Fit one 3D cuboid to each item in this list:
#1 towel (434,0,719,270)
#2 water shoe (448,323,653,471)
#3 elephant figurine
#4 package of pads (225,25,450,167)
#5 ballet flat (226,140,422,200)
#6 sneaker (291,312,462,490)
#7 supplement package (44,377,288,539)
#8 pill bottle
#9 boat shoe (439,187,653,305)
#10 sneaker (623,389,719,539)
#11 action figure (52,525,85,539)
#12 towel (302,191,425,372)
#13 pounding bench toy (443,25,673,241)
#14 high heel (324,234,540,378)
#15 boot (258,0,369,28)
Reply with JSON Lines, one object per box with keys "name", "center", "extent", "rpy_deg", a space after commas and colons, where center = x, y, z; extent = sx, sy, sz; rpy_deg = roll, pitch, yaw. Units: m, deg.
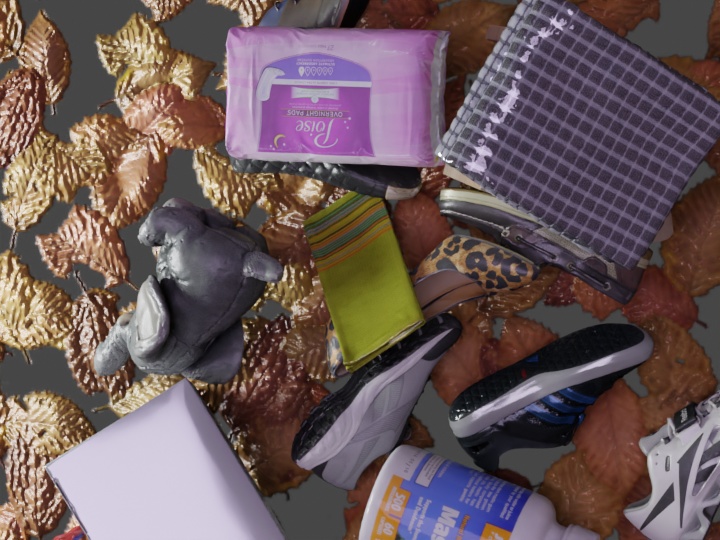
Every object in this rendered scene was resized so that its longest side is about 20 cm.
{"name": "towel", "center": [0.184, -0.110, 1.359], "extent": [0.199, 0.086, 0.166], "rpy_deg": [28, 93, -15]}
{"name": "water shoe", "center": [0.179, 0.114, 1.525], "extent": [0.199, 0.072, 0.079], "rpy_deg": [-24, 113, 14]}
{"name": "elephant figurine", "center": [-0.167, 0.046, 1.585], "extent": [0.141, 0.155, 0.201], "rpy_deg": [25, 98, -1]}
{"name": "package of pads", "center": [-0.019, -0.155, 1.500], "extent": [0.199, 0.076, 0.121], "rpy_deg": [4, 97, 19]}
{"name": "ballet flat", "center": [-0.033, -0.101, 1.583], "extent": [0.199, 0.066, 0.057], "rpy_deg": [17, 128, 20]}
{"name": "sneaker", "center": [0.025, 0.119, 1.566], "extent": [0.079, 0.074, 0.200], "rpy_deg": [40, 97, -19]}
{"name": "supplement package", "center": [-0.171, 0.228, 1.576], "extent": [0.155, 0.111, 0.201], "rpy_deg": [-32, 83, -5]}
{"name": "pill bottle", "center": [0.109, 0.241, 1.515], "extent": [0.199, 0.112, 0.113], "rpy_deg": [19, 97, 16]}
{"name": "boat shoe", "center": [0.159, -0.023, 1.513], "extent": [0.199, 0.073, 0.065], "rpy_deg": [18, 91, 15]}
{"name": "sneaker", "center": [0.294, 0.149, 1.477], "extent": [0.088, 0.074, 0.201], "rpy_deg": [26, 98, 12]}
{"name": "action figure", "center": [-0.313, 0.288, 1.673], "extent": [0.199, 0.099, 0.066], "rpy_deg": [-9, 92, 39]}
{"name": "towel", "center": [0.000, 0.000, 1.523], "extent": [0.086, 0.018, 0.200], "rpy_deg": [-35, 40, 15]}
{"name": "pounding bench toy", "center": [0.200, -0.124, 1.469], "extent": [0.199, 0.124, 0.157], "rpy_deg": [16, 96, -14]}
{"name": "high heel", "center": [0.061, 0.041, 1.499], "extent": [0.199, 0.071, 0.143], "rpy_deg": [3, 59, 41]}
{"name": "boot", "center": [-0.046, -0.248, 1.566], "extent": [0.096, 0.075, 0.201], "rpy_deg": [16, 98, 12]}
